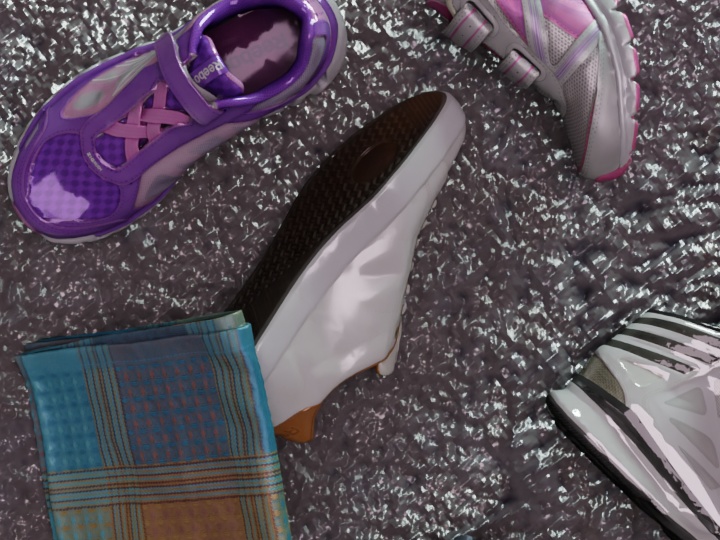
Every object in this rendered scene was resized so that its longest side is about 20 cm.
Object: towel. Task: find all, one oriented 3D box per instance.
[{"bbox_3d":[-0.099,0.126,1.127,0.147,0.022,0.200,-9,91,32],"label":"towel"}]

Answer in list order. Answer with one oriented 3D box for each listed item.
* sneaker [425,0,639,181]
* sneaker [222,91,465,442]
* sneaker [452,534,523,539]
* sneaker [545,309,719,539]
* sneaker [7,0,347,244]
[{"bbox_3d":[0.082,-0.135,1.166,0.088,0.081,0.200,-21,84,-5],"label":"sneaker"},{"bbox_3d":[0.000,0.000,1.166,0.085,0.073,0.200,41,83,-30],"label":"sneaker"},{"bbox_3d":[0.052,0.180,1.102,0.079,0.199,0.130,42,73,1],"label":"sneaker"},{"bbox_3d":[0.205,0.101,1.175,0.115,0.076,0.201,-45,92,-3],"label":"sneaker"},{"bbox_3d":[-0.094,-0.087,1.136,0.200,0.088,0.081,-35,95,-5],"label":"sneaker"}]
